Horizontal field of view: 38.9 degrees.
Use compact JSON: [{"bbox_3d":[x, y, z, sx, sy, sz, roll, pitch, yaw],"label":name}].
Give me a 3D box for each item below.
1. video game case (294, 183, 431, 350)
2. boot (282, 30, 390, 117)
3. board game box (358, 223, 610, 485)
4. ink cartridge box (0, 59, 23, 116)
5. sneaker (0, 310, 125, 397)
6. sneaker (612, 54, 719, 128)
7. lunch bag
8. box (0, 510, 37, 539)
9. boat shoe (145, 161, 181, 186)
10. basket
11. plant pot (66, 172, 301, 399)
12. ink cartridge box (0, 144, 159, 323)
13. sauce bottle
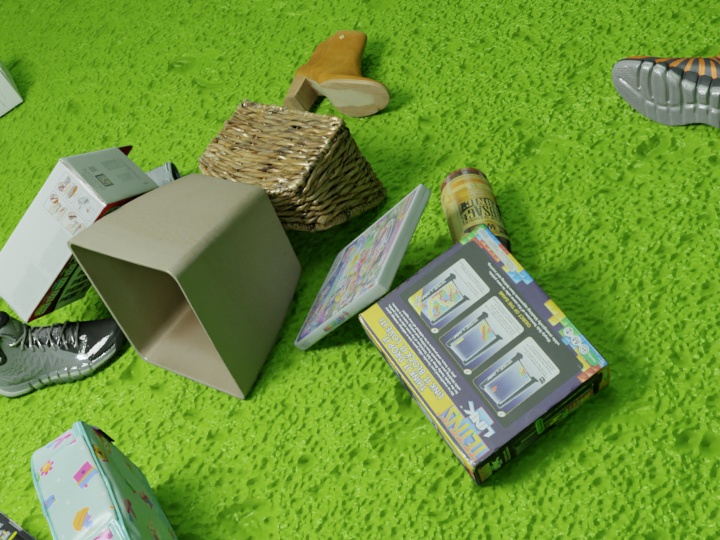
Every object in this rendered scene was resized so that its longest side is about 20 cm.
[{"bbox_3d":[0.000,0.000,1.141,0.200,0.018,0.145,-38,22,53],"label":"video game case"},{"bbox_3d":[-0.016,-0.296,1.490,0.199,0.071,0.145,3,53,39],"label":"boot"},{"bbox_3d":[0.119,0.078,1.004,0.164,0.057,0.201,-35,60,-5],"label":"board game box"},{"bbox_3d":[-0.757,-0.325,1.945,0.199,0.085,0.145,-36,41,-5],"label":"ink cartridge box"},{"bbox_3d":[-0.407,0.089,1.301,0.197,0.116,0.076,-23,41,9],"label":"sneaker"},{"bbox_3d":[0.399,-0.225,1.183,0.198,0.078,0.112,24,58,31],"label":"sneaker"},{"bbox_3d":[-0.240,0.251,1.012,0.077,0.161,0.200,-37,47,-2],"label":"lunch bag"},{"bbox_3d":[-0.402,0.370,1.072,0.159,0.045,0.201,16,58,41],"label":"box"},{"bbox_3d":[-0.258,-0.100,1.438,0.071,0.070,0.201,-37,39,-3],"label":"boat shoe"},{"bbox_3d":[-0.091,-0.108,1.299,0.198,0.149,0.144,17,65,39],"label":"basket"},{"bbox_3d":[-0.187,-0.001,1.209,0.198,0.202,0.178,13,50,38],"label":"plant pot"},{"bbox_3d":[-0.353,-0.052,1.297,0.201,0.084,0.175,-50,-5,22],"label":"ink cartridge box"},{"bbox_3d":[0.137,-0.030,1.141,0.065,0.066,0.202,-22,46,9],"label":"sauce bottle"}]
